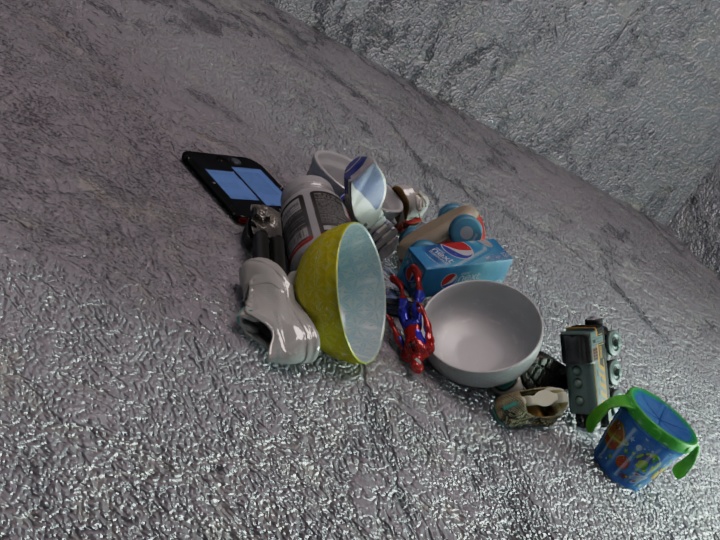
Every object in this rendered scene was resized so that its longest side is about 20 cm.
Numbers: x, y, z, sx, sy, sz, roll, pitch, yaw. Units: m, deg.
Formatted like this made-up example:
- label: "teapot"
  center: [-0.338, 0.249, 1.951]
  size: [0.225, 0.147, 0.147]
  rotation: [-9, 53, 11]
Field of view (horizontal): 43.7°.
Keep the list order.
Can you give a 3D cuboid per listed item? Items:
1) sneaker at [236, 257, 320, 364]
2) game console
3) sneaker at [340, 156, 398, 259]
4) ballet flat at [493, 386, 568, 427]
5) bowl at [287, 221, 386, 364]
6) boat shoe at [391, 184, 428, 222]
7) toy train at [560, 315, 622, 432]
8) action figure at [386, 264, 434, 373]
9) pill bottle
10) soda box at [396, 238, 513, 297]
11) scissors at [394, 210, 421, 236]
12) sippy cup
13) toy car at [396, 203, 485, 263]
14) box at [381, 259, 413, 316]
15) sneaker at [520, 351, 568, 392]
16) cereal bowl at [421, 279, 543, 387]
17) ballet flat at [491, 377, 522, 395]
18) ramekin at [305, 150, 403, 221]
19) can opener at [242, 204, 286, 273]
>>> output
- label: "sneaker"
  center: [-0.134, 0.051, 1.220]
  size: [0.088, 0.076, 0.200]
  rotation: [-7, 39, -32]
- label: "game console"
  center: [-0.201, -0.144, 1.588]
  size: [0.176, 0.031, 0.200]
  rotation: [5, 35, -52]
- label: "sneaker"
  center: [-0.010, -0.113, 1.555]
  size: [0.115, 0.080, 0.200]
  rotation: [33, -27, 38]
- label: "ballet flat"
  center: [0.293, 0.217, 1.457]
  size: [0.200, 0.075, 0.068]
  rotation: [7, 57, -51]
- label: "bowl"
  center: [-0.045, 0.036, 1.286]
  size: [0.107, 0.201, 0.200]
  rotation: [-6, 11, 20]
- label: "boat shoe"
  center: [0.105, -0.140, 1.845]
  size: [0.200, 0.069, 0.071]
  rotation: [89, -23, -80]
- label: "toy train"
  center: [0.403, 0.183, 1.572]
  size: [0.085, 0.201, 0.114]
  rotation: [-2, 4, 43]
- label: "action figure"
  center: [0.080, 0.080, 1.425]
  size: [0.052, 0.065, 0.201]
  rotation: [46, 26, -43]
- label: "pill bottle"
  center: [-0.070, -0.062, 1.454]
  size: [0.115, 0.116, 0.200]
  rotation: [22, 31, -28]
- label: "soda box"
  center: [0.168, -0.005, 1.585]
  size: [0.199, 0.068, 0.064]
  rotation: [-7, 43, -34]
- label: "scissors"
  center: [0.075, -0.089, 1.766]
  size: [0.014, 0.073, 0.200]
  rotation: [63, 11, 7]
- label: "sippy cup"
  center: [0.459, 0.284, 1.478]
  size: [0.178, 0.131, 0.139]
  rotation: [41, 23, 19]
- label: "toy car"
  center: [0.186, -0.006, 1.740]
  size: [0.201, 0.176, 0.184]
  rotation: [59, 3, -12]
- label: "box"
  center: [0.000, 0.000, 1.554]
  size: [0.137, 0.040, 0.200]
  rotation: [12, 30, -47]
- label: "sneaker"
  center: [0.311, 0.179, 1.585]
  size: [0.079, 0.076, 0.200]
  rotation: [33, 3, 35]
- label: "cereal bowl"
  center: [0.194, 0.113, 1.463]
  size: [0.199, 0.084, 0.201]
  rotation: [-1, 45, 1]
- label: "ballet flat"
  center: [0.218, 0.145, 1.543]
  size: [0.069, 0.070, 0.200]
  rotation: [16, 31, -38]
- label: "ramekin"
  center: [-0.025, -0.136, 1.731]
  size: [0.200, 0.098, 0.201]
  rotation: [29, 22, -13]
- label: "can opener"
  center: [-0.150, -0.027, 1.392]
  size: [0.053, 0.067, 0.201]
  rotation: [18, 39, -24]
